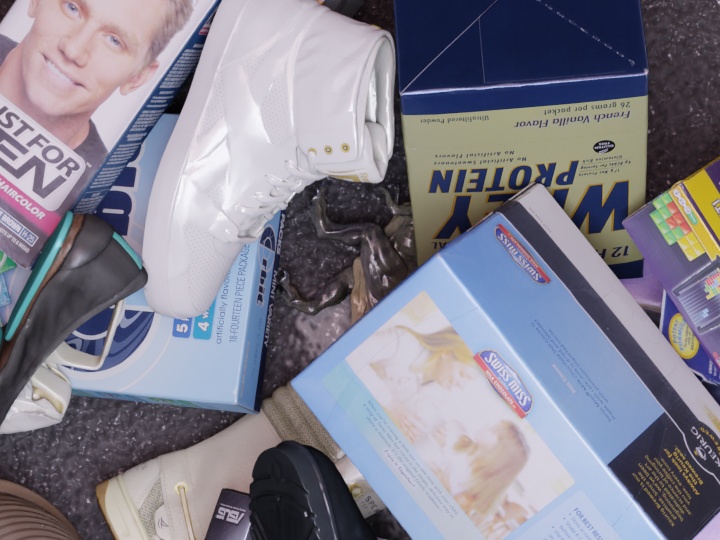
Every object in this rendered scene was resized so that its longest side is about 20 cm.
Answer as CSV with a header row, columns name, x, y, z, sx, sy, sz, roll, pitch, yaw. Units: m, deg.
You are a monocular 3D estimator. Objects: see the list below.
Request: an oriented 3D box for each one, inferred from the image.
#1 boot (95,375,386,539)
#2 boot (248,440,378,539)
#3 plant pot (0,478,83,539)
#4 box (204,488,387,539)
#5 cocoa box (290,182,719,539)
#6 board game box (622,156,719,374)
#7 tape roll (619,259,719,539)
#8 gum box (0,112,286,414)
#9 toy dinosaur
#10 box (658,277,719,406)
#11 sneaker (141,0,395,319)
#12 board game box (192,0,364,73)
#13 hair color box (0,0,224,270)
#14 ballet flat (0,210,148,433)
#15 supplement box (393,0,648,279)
name,x,y,z,sx,sy,sz,roll,pitch,yaw
boot,-0.047,0.178,1.562,0.154,0.072,0.201,-29,78,-4
boot,0.034,0.170,1.466,0.162,0.073,0.200,-18,99,-30
plant pot,-0.198,0.215,1.491,0.092,0.200,0.202,-6,77,42
box,-0.010,0.228,1.511,0.199,0.048,0.159,20,83,-28
cocoa box,0.090,0.082,1.421,0.200,0.131,0.133,51,125,4
board game box,0.261,0.014,1.492,0.165,0.057,0.201,-31,87,-40
tape roll,0.152,0.090,1.569,0.199,0.066,0.202,0,80,2
gum box,-0.147,-0.010,1.588,0.199,0.045,0.171,5,81,19
toy dinosaur,0.000,0.000,1.603,0.088,0.047,0.201,23,85,0
box,0.244,0.043,1.522,0.199,0.032,0.122,28,53,-23
sneaker,-0.046,-0.054,1.490,0.115,0.074,0.201,21,100,21
board game box,-0.108,-0.190,1.609,0.199,0.105,0.103,34,84,8
hair color box,-0.165,-0.109,1.533,0.100,0.061,0.200,37,100,7
ballet flat,-0.186,0.050,1.519,0.068,0.068,0.200,32,127,-15
supplement box,0.088,-0.125,1.512,0.133,0.200,0.201,-4,58,3
